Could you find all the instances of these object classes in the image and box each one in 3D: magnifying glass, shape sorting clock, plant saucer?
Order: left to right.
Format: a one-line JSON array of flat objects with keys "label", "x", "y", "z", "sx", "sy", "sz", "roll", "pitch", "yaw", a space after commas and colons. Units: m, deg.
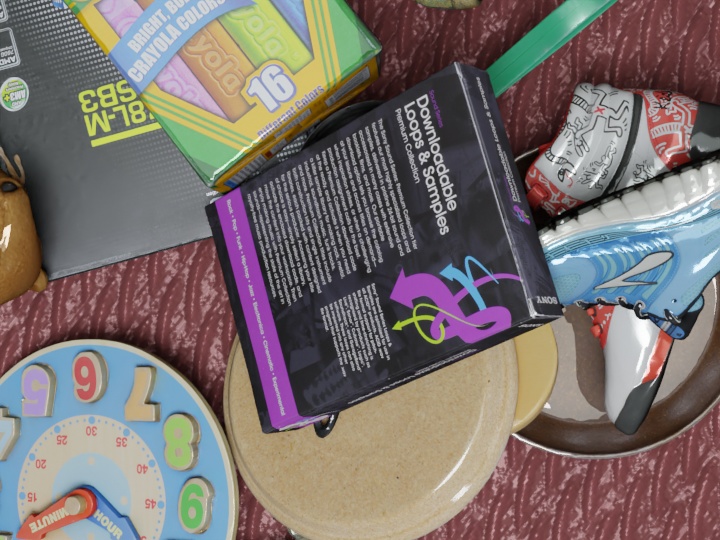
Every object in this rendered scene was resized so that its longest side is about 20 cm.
[{"label": "shape sorting clock", "x": -0.169, "y": 0.143, "z": 0.872, "sx": 0.199, "sy": 0.039, "sz": 0.201, "roll": 1, "pitch": 92, "yaw": 20}, {"label": "magnifying glass", "x": 0.091, "y": -0.122, "z": 0.863, "sx": 0.200, "sy": 0.080, "sz": 0.022, "roll": -37, "pitch": 90, "yaw": 13}, {"label": "plant saucer", "x": 0.146, "y": 0.016, "z": 0.879, "sx": 0.199, "sy": 0.034, "sz": 0.201, "roll": 0, "pitch": 93, "yaw": 2}]

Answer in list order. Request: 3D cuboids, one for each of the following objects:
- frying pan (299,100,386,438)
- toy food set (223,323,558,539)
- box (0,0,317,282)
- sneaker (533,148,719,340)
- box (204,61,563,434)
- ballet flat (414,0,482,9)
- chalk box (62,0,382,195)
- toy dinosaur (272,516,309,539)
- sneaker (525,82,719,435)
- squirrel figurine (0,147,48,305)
[{"label": "frying pan", "x": 0.015, "y": -0.005, "z": 0.817, "sx": 0.115, "sy": 0.031, "sz": 0.191, "roll": -12, "pitch": 83, "yaw": 26}, {"label": "toy food set", "x": 0.005, "y": 0.067, "z": 0.847, "sx": 0.198, "sy": 0.049, "sz": 0.200, "roll": 34, "pitch": 91, "yaw": 27}, {"label": "box", "x": -0.134, "y": -0.108, "z": 0.878, "sx": 0.199, "sy": 0.048, "sz": 0.194, "roll": -14, "pitch": 90, "yaw": 2}, {"label": "sneaker", "x": 0.147, "y": 0.003, "z": 0.760, "sx": 0.199, "sy": 0.078, "sz": 0.090, "roll": -22, "pitch": 92, "yaw": 15}, {"label": "box", "x": 0.006, "y": -0.007, "z": 0.773, "sx": 0.200, "sy": 0.036, "sz": 0.143, "roll": -26, "pitch": 72, "yaw": 37}, {"label": "ballet flat", "x": 0.046, "y": -0.261, "z": 0.861, "sx": 0.070, "sy": 0.071, "sz": 0.201, "roll": -2, "pitch": 92, "yaw": 2}, {"label": "chalk box", "x": -0.095, "y": -0.159, "z": 0.792, "sx": 0.124, "sy": 0.125, "sz": 0.200, "roll": -38, "pitch": 90, "yaw": 1}, {"label": "toy dinosaur", "x": -0.048, "y": 0.201, "z": 0.888, "sx": 0.088, "sy": 0.047, "sz": 0.201, "roll": 3, "pitch": 95, "yaw": -5}, {"label": "sneaker", "x": 0.145, "y": -0.011, "z": 0.833, "sx": 0.108, "sy": 0.067, "sz": 0.202, "roll": 15, "pitch": 98, "yaw": 13}, {"label": "squirrel figurine", "x": -0.283, "y": -0.020, "z": 0.841, "sx": 0.186, "sy": 0.142, "sz": 0.200, "roll": 33, "pitch": 110, "yaw": 9}]
